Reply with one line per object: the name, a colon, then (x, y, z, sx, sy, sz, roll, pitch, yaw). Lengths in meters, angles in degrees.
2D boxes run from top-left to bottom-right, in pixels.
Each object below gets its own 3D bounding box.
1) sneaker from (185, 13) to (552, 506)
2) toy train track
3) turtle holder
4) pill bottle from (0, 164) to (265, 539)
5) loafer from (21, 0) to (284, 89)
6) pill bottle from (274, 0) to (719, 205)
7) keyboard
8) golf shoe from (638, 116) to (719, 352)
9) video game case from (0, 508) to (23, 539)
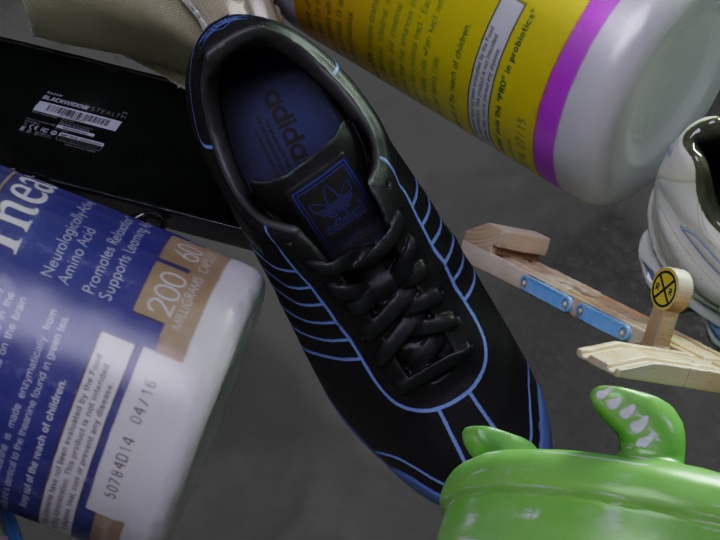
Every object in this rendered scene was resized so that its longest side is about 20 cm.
sneaker: (0.000, 0.000, 1.038, 0.070, 0.078, 0.200, -35, 86, -1)
toy train track: (0.102, 0.011, 1.019, 0.200, 0.114, 0.033, 28, 104, 52)
turtle holder: (0.104, 0.127, 0.970, 0.141, 0.185, 0.132, -7, 64, 45)
pill bottle: (-0.142, 0.016, 1.040, 0.199, 0.111, 0.111, 21, 67, 1)
loafer: (-0.096, -0.111, 1.147, 0.068, 0.076, 0.200, -36, 53, -16)
pill bottle: (0.036, -0.114, 1.108, 0.200, 0.104, 0.104, 32, 72, 22)
keyboard: (-0.113, -0.037, 1.142, 0.199, 0.040, 0.104, 15, 43, 17)
golf shoe: (0.184, 0.012, 1.025, 0.199, 0.097, 0.078, 25, 68, 19)
video game case: (-0.216, 0.097, 1.038, 0.199, 0.018, 0.144, -7, 57, -27)
